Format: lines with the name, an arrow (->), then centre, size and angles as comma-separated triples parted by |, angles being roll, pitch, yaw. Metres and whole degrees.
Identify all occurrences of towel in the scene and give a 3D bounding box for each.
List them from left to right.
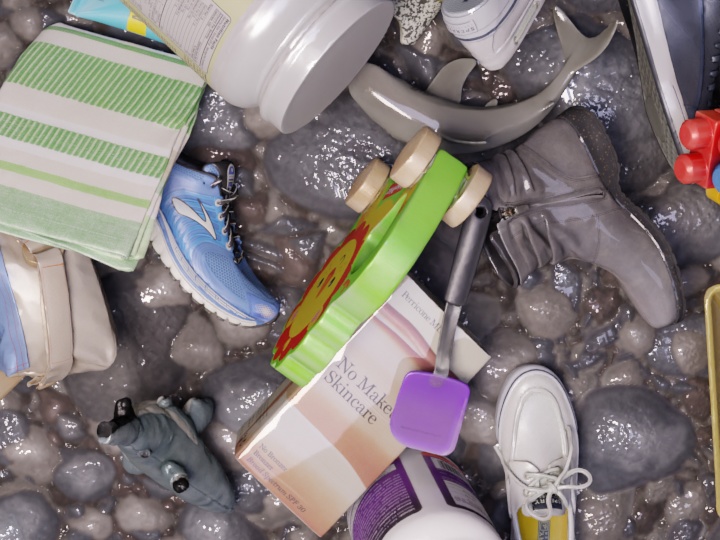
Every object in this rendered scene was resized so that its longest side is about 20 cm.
towel -> -0.206, -0.099, 0.978 | 0.150, 0.024, 0.202 | 16, 54, 0

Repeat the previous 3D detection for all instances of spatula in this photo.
spatula -> 0.069, 0.041, 0.997 | 0.056, 0.021, 0.203 | 13, 92, -8

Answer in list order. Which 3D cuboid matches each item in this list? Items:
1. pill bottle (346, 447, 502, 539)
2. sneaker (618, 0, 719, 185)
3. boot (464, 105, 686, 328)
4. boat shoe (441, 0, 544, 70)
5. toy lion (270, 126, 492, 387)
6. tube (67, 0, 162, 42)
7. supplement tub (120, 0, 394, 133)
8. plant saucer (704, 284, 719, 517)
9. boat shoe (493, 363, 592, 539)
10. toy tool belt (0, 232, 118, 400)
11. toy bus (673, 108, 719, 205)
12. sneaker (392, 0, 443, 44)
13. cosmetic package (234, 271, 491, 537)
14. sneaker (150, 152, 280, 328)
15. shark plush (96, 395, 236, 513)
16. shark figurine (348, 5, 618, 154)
pill bottle -> 0.055, 0.224, 1.016 | 0.110, 0.200, 0.113 | -2, 103, -8
sneaker -> 0.293, -0.182, 1.043 | 0.144, 0.077, 0.205 | -15, 98, 1
boot -> 0.166, -0.018, 1.044 | 0.131, 0.070, 0.202 | -32, 92, -20
boat shoe -> 0.123, -0.242, 1.014 | 0.201, 0.073, 0.067 | -57, 134, -22
toy lion -> 0.000, 0.000, 0.994 | 0.068, 0.200, 0.193 | 35, 76, -10
tube -> -0.125, -0.201, 1.031 | 0.198, 0.050, 0.078 | 23, 82, -2
supplement tub -> -0.087, -0.212, 0.940 | 0.200, 0.145, 0.145 | 43, 93, 6
plant saucer -> 0.385, 0.099, 1.104 | 0.197, 0.048, 0.203 | -6, 98, -3
boat shoe -> 0.150, 0.184, 1.080 | 0.073, 0.086, 0.205 | -1, 98, -4
toy tool belt -> -0.270, -0.004, 1.008 | 0.121, 0.125, 0.203 | -19, 98, -10
toy bus -> 0.334, -0.121, 0.990 | 0.189, 0.136, 0.203 | -4, 116, -21
sneaker -> -0.016, -0.243, 1.022 | 0.198, 0.077, 0.089 | 29, 110, -3
cosmetic package -> 0.000, 0.102, 1.057 | 0.103, 0.087, 0.200 | 42, 93, -7
sneaker -> -0.125, -0.041, 1.034 | 0.089, 0.079, 0.201 | -38, 99, 4
shark plush -> -0.146, 0.137, 1.012 | 0.090, 0.201, 0.084 | -31, 67, -10
shark figurine -> 0.104, -0.124, 1.032 | 0.211, 0.090, 0.130 | -14, 107, -3
